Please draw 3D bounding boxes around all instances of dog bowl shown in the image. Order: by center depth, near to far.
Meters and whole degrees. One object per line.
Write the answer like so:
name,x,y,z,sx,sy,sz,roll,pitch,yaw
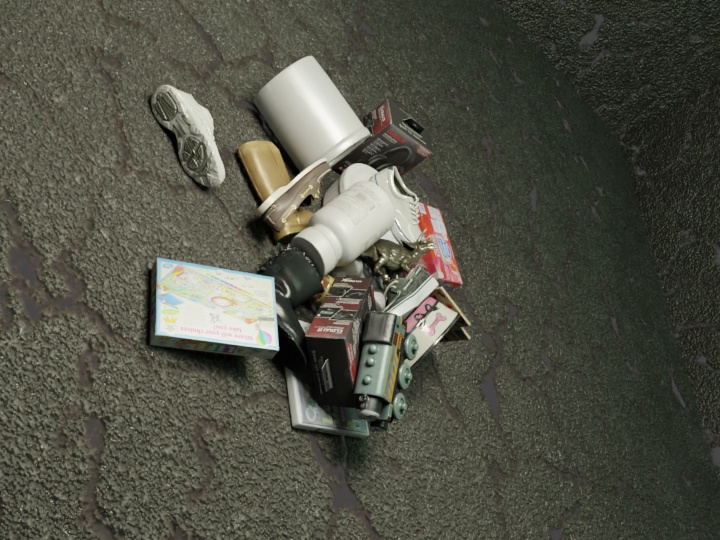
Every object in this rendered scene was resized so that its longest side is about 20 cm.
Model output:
dog bowl,0.102,0.135,1.574,0.074,0.200,0.200,44,33,5

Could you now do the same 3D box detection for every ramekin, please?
ramekin,0.005,-0.119,1.721,0.201,0.094,0.205,33,41,-34

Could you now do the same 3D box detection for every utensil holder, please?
utensil holder,-0.103,-0.313,1.661,0.201,0.169,0.170,54,33,-5

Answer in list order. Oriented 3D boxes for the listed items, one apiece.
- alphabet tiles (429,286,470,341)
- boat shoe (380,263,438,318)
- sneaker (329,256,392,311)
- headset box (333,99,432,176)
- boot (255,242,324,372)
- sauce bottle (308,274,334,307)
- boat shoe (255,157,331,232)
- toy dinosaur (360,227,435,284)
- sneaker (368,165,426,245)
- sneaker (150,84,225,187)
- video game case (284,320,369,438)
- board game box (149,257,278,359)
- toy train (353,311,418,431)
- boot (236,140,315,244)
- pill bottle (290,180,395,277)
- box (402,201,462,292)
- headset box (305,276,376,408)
alphabet tiles,0.143,0.084,1.674,0.008,0.199,0.168,-44,104,-26
boat shoe,0.075,0.051,1.517,0.071,0.072,0.200,46,36,5
sneaker,0.000,0.000,1.643,0.202,0.075,0.114,57,31,-15
headset box,0.055,-0.280,1.804,0.148,0.199,0.078,27,44,-40
boot,-0.120,0.059,1.404,0.199,0.073,0.162,48,44,2
sauce bottle,-0.024,0.072,1.557,0.199,0.066,0.067,34,41,-32
boat shoe,-0.114,-0.143,1.503,0.060,0.072,0.200,48,49,-3
toy dinosaur,0.056,-0.026,1.620,0.197,0.077,0.104,2,55,-22
sneaker,0.093,-0.125,1.692,0.202,0.070,0.073,58,32,-4
sneaker,-0.287,-0.245,1.442,0.202,0.077,0.099,62,29,2
video game case,-0.065,0.194,1.446,0.180,0.023,0.203,20,49,-45
board game box,-0.228,0.061,1.260,0.197,0.034,0.136,11,54,-27
toy train,0.037,0.166,1.362,0.114,0.084,0.203,44,54,-54
boot,-0.140,-0.156,1.581,0.174,0.066,0.203,-4,67,-55
pill bottle,-0.035,-0.074,1.512,0.200,0.114,0.115,-40,98,-35
box,0.148,-0.044,1.855,0.099,0.095,0.203,12,55,-48
headset box,-0.028,0.128,1.398,0.201,0.076,0.151,-63,150,-53
